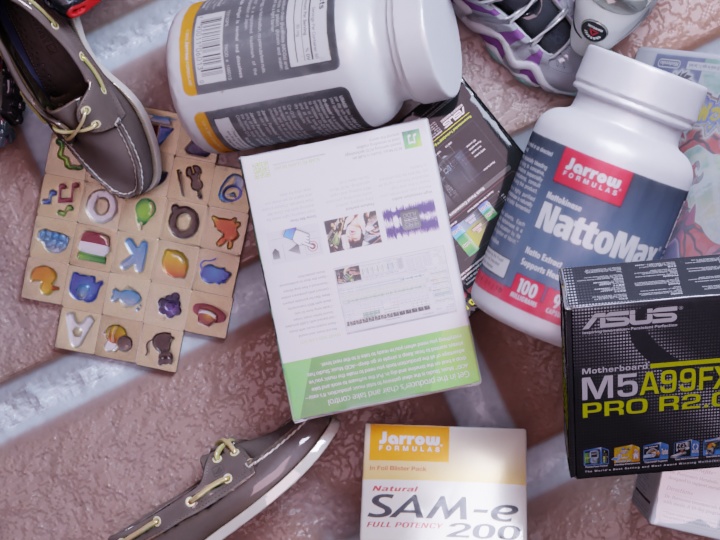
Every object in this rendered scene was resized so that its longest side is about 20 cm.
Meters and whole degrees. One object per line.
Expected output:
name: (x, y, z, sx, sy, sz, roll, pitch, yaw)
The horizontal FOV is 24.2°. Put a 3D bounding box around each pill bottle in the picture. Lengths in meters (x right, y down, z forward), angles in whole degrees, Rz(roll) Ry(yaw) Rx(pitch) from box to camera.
pill bottle: (0.166, -0.050, 1.187, 0.119, 0.120, 0.201, 20, 99, 2)
pill bottle: (-0.033, -0.156, 1.237, 0.199, 0.116, 0.117, -8, 90, 19)

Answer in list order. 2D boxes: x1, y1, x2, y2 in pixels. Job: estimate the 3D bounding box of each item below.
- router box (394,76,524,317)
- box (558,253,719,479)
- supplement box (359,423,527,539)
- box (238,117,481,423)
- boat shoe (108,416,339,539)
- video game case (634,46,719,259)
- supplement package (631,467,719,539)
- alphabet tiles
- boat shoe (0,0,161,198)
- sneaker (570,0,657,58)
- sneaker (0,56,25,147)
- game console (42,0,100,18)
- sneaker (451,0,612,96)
router box: (0.046, -0.030, 1.284, 0.200, 0.062, 0.150, -39, 89, 2)
box: (0.235, 0.063, 1.129, 0.199, 0.044, 0.161, -5, 130, 2)
supplement box: (0.060, 0.219, 1.241, 0.125, 0.074, 0.201, 1, 64, 2)
box: (0.000, 0.000, 1.238, 0.144, 0.036, 0.201, -11, 89, 2)
boat shoe: (-0.104, 0.167, 1.283, 0.200, 0.072, 0.060, -41, 92, 5)
video game case: (0.240, -0.069, 1.220, 0.023, 0.200, 0.183, 18, 91, -31)
supplement package: (0.282, 0.095, 1.250, 0.109, 0.114, 0.201, 12, 92, 2)
alphabet tiles: (-0.174, -0.028, 1.321, 0.166, 0.006, 0.201, 11, 90, 2)
boat shoe: (-0.218, -0.134, 1.259, 0.072, 0.060, 0.201, -18, 113, 24)
sneaker: (0.201, -0.231, 1.254, 0.074, 0.089, 0.200, 32, 49, 8)
sneaker: (-0.300, -0.197, 1.290, 0.074, 0.081, 0.201, 5, 85, 18)
game console: (-0.239, -0.293, 1.261, 0.200, 0.031, 0.177, 40, 53, 2)
sneaker: (0.109, -0.206, 1.242, 0.200, 0.140, 0.078, 38, 91, 2)
